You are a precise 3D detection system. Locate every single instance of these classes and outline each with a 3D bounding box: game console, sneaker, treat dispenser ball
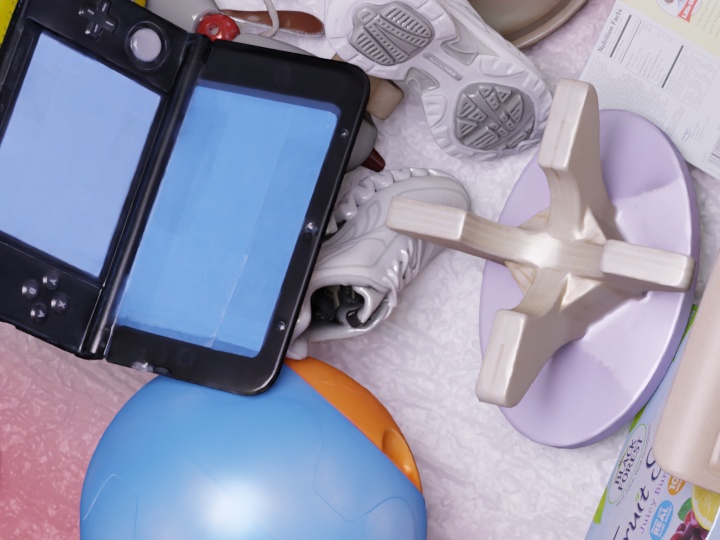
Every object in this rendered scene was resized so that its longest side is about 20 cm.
[{"bbox_3d":[-0.117,-0.053,1.383,0.116,0.176,0.201,-2,66,53],"label":"game console"},{"bbox_3d":[0.000,0.000,1.465,0.081,0.200,0.075,27,130,38],"label":"sneaker"},{"bbox_3d":[-0.062,0.145,1.438,0.200,0.201,0.202,-2,82,11],"label":"treat dispenser ball"},{"bbox_3d":[0.048,-0.141,1.476,0.078,0.200,0.100,-30,47,19],"label":"sneaker"}]

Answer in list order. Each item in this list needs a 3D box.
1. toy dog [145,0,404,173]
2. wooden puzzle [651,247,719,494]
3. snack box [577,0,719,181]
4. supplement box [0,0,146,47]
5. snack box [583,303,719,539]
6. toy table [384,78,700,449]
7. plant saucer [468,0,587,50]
[{"bbox_3d":[-0.047,-0.116,1.542,0.132,0.096,0.200,-32,64,12],"label":"toy dog"},{"bbox_3d":[0.273,0.051,1.345,0.199,0.037,0.186,20,87,-9],"label":"wooden puzzle"},{"bbox_3d":[0.216,-0.162,1.462,0.116,0.037,0.200,32,118,14],"label":"snack box"},{"bbox_3d":[-0.209,-0.145,1.500,0.109,0.109,0.201,-16,47,33],"label":"supplement box"},{"bbox_3d":[0.193,0.125,1.418,0.053,0.142,0.201,24,87,-17],"label":"snack box"},{"bbox_3d":[0.117,-0.003,1.433,0.183,0.117,0.201,0,80,24],"label":"toy table"},{"bbox_3d":[0.065,-0.224,1.551,0.199,0.029,0.201,-1,83,12],"label":"plant saucer"}]
